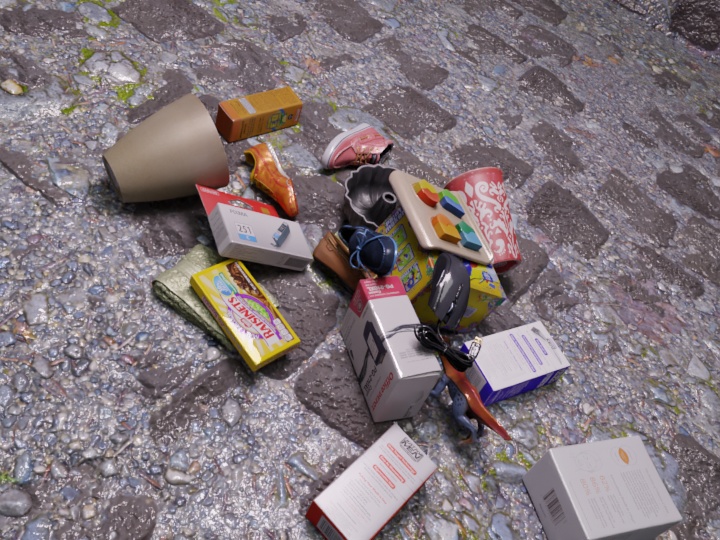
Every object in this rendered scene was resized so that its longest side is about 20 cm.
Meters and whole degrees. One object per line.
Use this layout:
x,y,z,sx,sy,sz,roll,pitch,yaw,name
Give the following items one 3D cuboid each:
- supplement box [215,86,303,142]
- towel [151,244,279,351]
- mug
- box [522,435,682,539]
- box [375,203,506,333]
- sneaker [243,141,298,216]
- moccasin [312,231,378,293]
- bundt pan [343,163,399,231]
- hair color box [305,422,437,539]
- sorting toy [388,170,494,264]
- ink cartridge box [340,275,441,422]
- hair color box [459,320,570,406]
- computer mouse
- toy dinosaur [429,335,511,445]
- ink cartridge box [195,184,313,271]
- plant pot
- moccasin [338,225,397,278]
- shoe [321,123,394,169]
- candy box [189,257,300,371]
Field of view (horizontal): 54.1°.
-0.226,-0.353,1.589,0.198,0.067,0.069,-27,64,-37,supplement box
-0.255,0.042,1.254,0.198,0.037,0.149,35,46,9,towel
0.280,-0.097,1.512,0.175,0.132,0.204,4,66,-43,mug
0.400,0.379,1.179,0.196,0.107,0.154,-1,50,-22,box
0.147,-0.006,1.362,0.197,0.122,0.195,16,42,-37,box
-0.184,-0.181,1.469,0.076,0.074,0.201,-25,57,-12,sneaker
0.001,0.000,1.362,0.200,0.078,0.073,40,9,21,moccasin
0.050,-0.129,1.499,0.197,0.076,0.205,12,48,-13,bundt pan
0.019,0.340,1.089,0.101,0.062,0.199,43,50,17,hair color box
0.159,-0.104,1.336,0.197,0.036,0.188,10,47,-43,sorting toy
0.046,0.136,1.219,0.083,0.146,0.202,-6,53,-24,ink cartridge box
0.288,0.175,1.342,0.196,0.065,0.110,-12,55,-28,hair color box
0.171,0.068,1.195,0.140,0.046,0.202,40,49,-21,computer mouse
0.183,0.199,1.227,0.104,0.198,0.186,-7,83,-45,toy dinosaur
-0.200,-0.091,1.336,0.198,0.045,0.178,12,43,-46,ink cartridge box
-0.380,-0.212,1.345,0.197,0.189,0.188,-26,63,-21,plant pot
0.006,-0.036,1.265,0.067,0.082,0.200,14,5,-21,moccasin
-0.002,-0.269,1.603,0.090,0.072,0.200,32,42,15,shoe
-0.199,0.070,1.213,0.101,0.027,0.201,-26,68,-38,candy box
